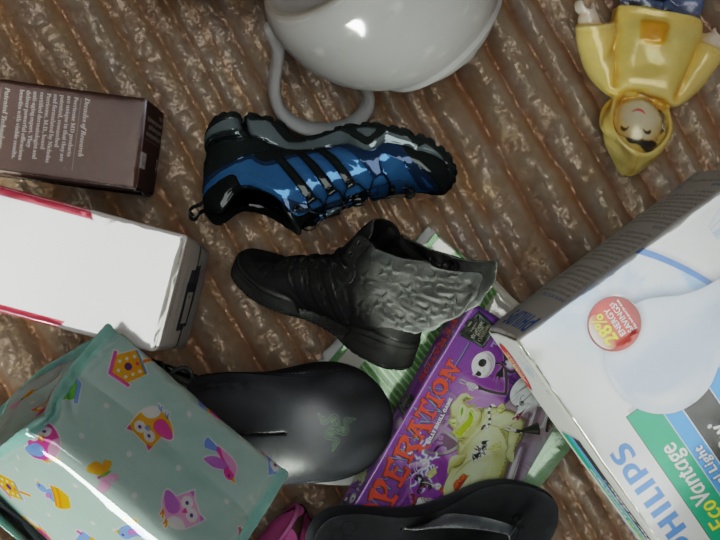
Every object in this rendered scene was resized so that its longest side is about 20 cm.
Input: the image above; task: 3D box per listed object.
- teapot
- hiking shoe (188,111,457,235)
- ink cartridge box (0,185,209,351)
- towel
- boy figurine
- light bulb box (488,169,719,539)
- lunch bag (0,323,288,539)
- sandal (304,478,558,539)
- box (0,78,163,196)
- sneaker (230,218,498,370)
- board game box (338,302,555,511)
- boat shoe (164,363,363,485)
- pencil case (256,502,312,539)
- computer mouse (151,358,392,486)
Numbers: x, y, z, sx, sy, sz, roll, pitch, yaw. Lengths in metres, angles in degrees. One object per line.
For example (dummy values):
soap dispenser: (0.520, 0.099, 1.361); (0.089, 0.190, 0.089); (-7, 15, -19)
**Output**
teapot: (0.032, -0.202, 1.073); (0.146, 0.199, 0.198); (42, 66, -34)
hiking shoe: (-0.026, -0.063, 1.101); (0.198, 0.074, 0.087); (5, 69, 8)
ink cartridge box: (-0.194, 0.002, 1.043); (0.144, 0.200, 0.085); (15, 87, -1)
towel: (0.083, 0.084, 1.137); (0.200, 0.023, 0.153); (40, 90, -2)
boy figurine: (0.222, -0.175, 1.118); (0.123, 0.064, 0.202); (16, 87, -4)
light bulb box: (0.231, 0.065, 1.014); (0.199, 0.125, 0.199); (-36, 93, -2)
lunch bag: (-0.177, 0.148, 0.978); (0.170, 0.200, 0.122); (43, 51, -14)
sandal: (0.058, 0.204, 1.067); (0.198, 0.043, 0.077); (-6, 106, -18)
box: (-0.255, -0.104, 1.090); (0.198, 0.100, 0.076); (9, 90, -2)
sneaker: (-0.002, 0.001, 1.077); (0.199, 0.060, 0.105); (28, 115, 22)
board game box: (0.075, 0.134, 1.094); (0.120, 0.032, 0.201); (30, 91, -20)
boat shoe: (-0.078, 0.117, 1.109); (0.198, 0.071, 0.064); (15, 91, 1)
pencil case: (-0.008, 0.275, 1.098); (0.200, 0.094, 0.091); (43, 78, -2)
computer mouse: (-0.076, 0.122, 1.048); (0.198, 0.053, 0.140); (-10, 92, 11)
